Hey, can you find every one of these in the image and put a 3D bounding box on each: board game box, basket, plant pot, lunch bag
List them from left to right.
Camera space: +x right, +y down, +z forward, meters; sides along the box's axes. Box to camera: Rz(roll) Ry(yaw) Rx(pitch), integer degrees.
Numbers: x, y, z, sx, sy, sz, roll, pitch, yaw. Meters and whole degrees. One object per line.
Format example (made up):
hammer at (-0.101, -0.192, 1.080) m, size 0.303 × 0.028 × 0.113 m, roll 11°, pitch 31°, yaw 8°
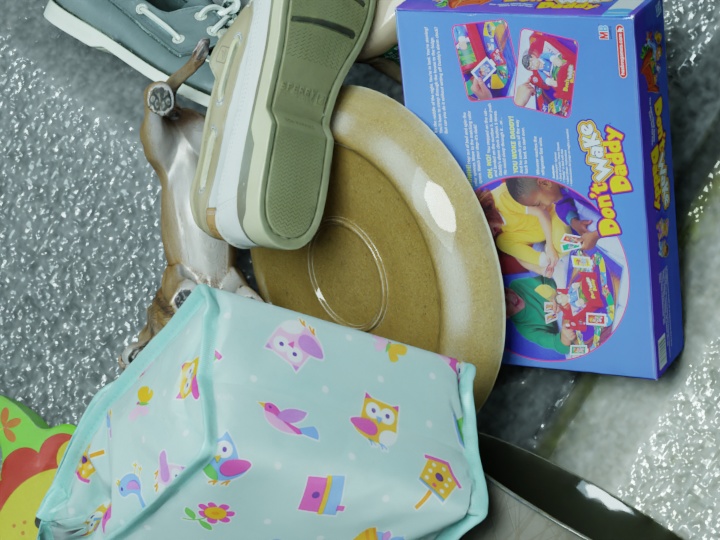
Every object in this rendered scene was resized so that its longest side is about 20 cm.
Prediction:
lunch bag at (-0.055, 0.112, 1.405) m, size 0.200 × 0.170 × 0.122 m, roll -46°, pitch 36°, yaw 45°
plant pot at (0.000, 0.000, 1.496) m, size 0.200 × 0.027 × 0.201 m, roll 26°, pitch 126°, yaw 42°
basket at (0.075, 0.211, 1.436) m, size 0.180 × 0.136 × 0.201 m, roll 31°, pitch 100°, yaw 24°
board game box at (0.096, -0.048, 1.456) m, size 0.134 × 0.045 × 0.201 m, roll 5°, pitch 114°, yaw 25°

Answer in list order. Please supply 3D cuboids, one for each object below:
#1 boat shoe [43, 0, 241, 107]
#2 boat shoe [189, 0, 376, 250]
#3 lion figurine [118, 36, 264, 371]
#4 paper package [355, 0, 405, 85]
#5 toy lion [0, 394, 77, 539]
boat shoe at (-0.099, -0.137, 1.597) m, size 0.199 × 0.073 × 0.062 m, roll 29°, pitch 99°, yaw 31°
boat shoe at (-0.046, -0.111, 1.455) m, size 0.068 × 0.075 × 0.201 m, roll 4°, pitch 74°, yaw 42°
lion figurine at (-0.095, -0.030, 1.545) m, size 0.072 × 0.122 × 0.201 m, roll 1°, pitch 94°, yaw -12°
paper package at (0.033, -0.235, 1.531) m, size 0.200 × 0.103 × 0.191 m, roll -41°, pitch 68°, yaw 14°
toy lion at (-0.198, 0.153, 1.613) m, size 0.191 × 0.069 × 0.201 m, roll -34°, pitch 71°, yaw 10°
